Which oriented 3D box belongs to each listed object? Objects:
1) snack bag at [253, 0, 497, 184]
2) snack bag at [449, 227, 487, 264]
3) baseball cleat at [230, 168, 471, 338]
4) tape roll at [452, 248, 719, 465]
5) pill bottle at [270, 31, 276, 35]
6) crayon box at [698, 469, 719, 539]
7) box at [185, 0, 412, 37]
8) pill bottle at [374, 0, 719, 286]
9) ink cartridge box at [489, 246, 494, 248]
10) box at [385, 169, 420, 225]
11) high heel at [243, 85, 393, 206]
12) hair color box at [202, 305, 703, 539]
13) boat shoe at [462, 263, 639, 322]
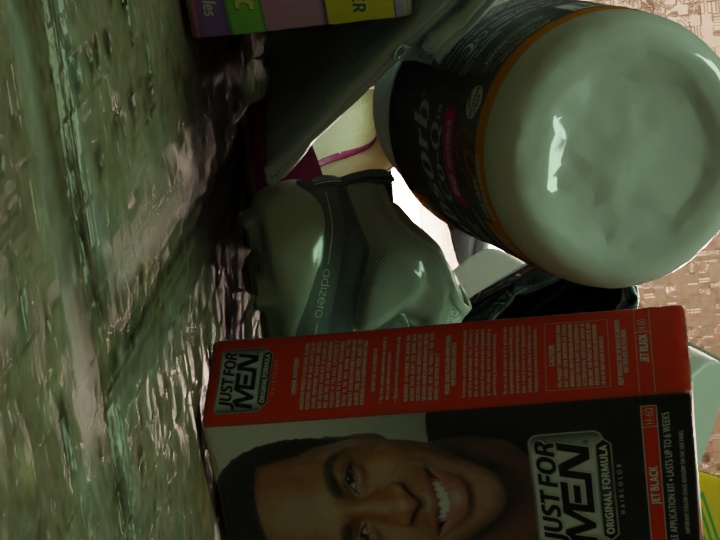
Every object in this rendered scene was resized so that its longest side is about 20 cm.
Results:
[{"bbox_3d":[0.025,-0.132,1.073,0.021,0.200,0.189,41,17,-18],"label":"snack bag"},{"bbox_3d":[0.064,-0.122,1.354,0.200,0.021,0.189,-104,-160,-64],"label":"snack bag"},{"bbox_3d":[0.001,0.051,1.070,0.070,0.106,0.201,-111,-167,-60],"label":"baseball cleat"},{"bbox_3d":[0.086,0.107,1.259,0.203,0.139,0.203,-52,158,-31],"label":"tape roll"},{"bbox_3d":[0.003,-0.211,1.227,0.116,0.116,0.201,-6,92,-83],"label":"pill bottle"},{"bbox_3d":[0.158,0.222,1.418,0.200,0.058,0.173,132,-31,-67],"label":"crayon box"},{"bbox_3d":[-0.031,-0.225,1.044,0.200,0.096,0.177,-84,167,-60],"label":"box"},{"bbox_3d":[0.080,-0.065,1.057,0.200,0.116,0.117,-152,-126,-70],"label":"pill bottle"},{"bbox_3d":[0.072,0.031,1.432,0.057,0.200,0.163,43,5,5],"label":"ink cartridge box"},{"bbox_3d":[0.007,-0.057,1.443,0.160,0.044,0.201,18,67,-82],"label":"box"},{"bbox_3d":[-0.002,-0.059,1.158,0.200,0.095,0.068,-70,154,-74],"label":"high heel"},{"bbox_3d":[0.041,0.077,0.994,0.061,0.199,0.102,-85,167,-53],"label":"hair color box"},{"bbox_3d":[0.044,0.053,1.121,0.071,0.200,0.091,52,1,1],"label":"boat shoe"}]
